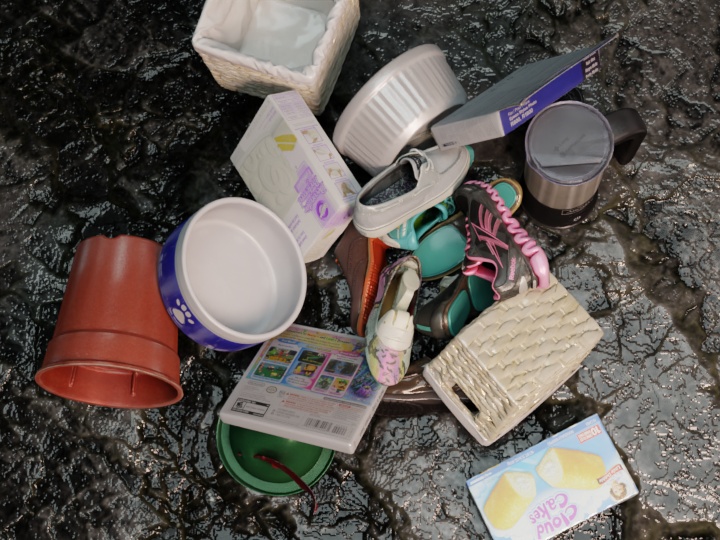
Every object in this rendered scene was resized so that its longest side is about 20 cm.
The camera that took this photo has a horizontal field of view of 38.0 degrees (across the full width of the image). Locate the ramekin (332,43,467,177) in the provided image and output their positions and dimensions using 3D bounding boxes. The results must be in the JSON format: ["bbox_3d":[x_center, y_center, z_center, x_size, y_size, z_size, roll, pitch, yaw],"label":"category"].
[{"bbox_3d":[0.064,-0.211,1.469,0.202,0.203,0.094,-40,77,-5],"label":"ramekin"}]

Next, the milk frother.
[{"bbox_3d":[0.273,-0.190,1.445,0.180,0.188,0.200,-41,75,-6],"label":"milk frother"}]

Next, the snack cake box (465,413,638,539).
[{"bbox_3d":[0.251,0.289,1.383,0.198,0.067,0.116,-27,73,-1],"label":"snack cake box"}]

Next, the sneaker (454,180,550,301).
[{"bbox_3d":[0.164,-0.038,1.369,0.095,0.079,0.201,-29,50,-5],"label":"sneaker"}]

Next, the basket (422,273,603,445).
[{"bbox_3d":[0.203,0.108,1.371,0.199,0.124,0.136,-33,73,-31],"label":"basket"}]

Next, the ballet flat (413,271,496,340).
[{"bbox_3d":[0.130,0.037,1.422,0.068,0.199,0.069,-3,105,31],"label":"ballet flat"}]

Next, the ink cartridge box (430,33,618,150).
[{"bbox_3d":[0.218,-0.229,1.367,0.199,0.199,0.041,-36,104,-25],"label":"ink cartridge box"}]

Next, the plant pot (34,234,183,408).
[{"bbox_3d":[-0.334,0.068,1.449,0.198,0.201,0.198,1,67,6],"label":"plant pot"}]

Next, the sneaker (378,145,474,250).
[{"bbox_3d":[0.104,-0.102,1.479,0.079,0.078,0.200,25,64,34],"label":"sneaker"}]

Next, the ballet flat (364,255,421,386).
[{"bbox_3d":[0.050,0.057,1.406,0.068,0.071,0.202,22,49,-13],"label":"ballet flat"}]

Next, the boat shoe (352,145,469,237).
[{"bbox_3d":[0.072,-0.123,1.411,0.200,0.072,0.070,-37,61,-19],"label":"boat shoe"}]

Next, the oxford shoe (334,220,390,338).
[{"bbox_3d":[0.000,0.000,1.494,0.072,0.071,0.203,-2,68,23],"label":"oxford shoe"}]

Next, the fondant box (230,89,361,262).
[{"bbox_3d":[-0.092,-0.133,1.493,0.058,0.144,0.201,-20,69,-42],"label":"fondant box"}]

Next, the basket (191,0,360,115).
[{"bbox_3d":[-0.116,-0.359,1.546,0.196,0.161,0.202,18,77,10],"label":"basket"}]

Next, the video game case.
[{"bbox_3d":[-0.064,0.152,1.407,0.197,0.024,0.183,9,44,24],"label":"video game case"}]

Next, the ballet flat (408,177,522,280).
[{"bbox_3d":[0.153,-0.054,1.485,0.199,0.063,0.069,-38,85,16],"label":"ballet flat"}]

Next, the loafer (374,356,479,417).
[{"bbox_3d":[0.081,0.158,1.441,0.197,0.073,0.072,0,65,1],"label":"loafer"}]

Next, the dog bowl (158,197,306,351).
[{"bbox_3d":[-0.175,0.007,1.440,0.198,0.078,0.203,15,64,-34],"label":"dog bowl"}]

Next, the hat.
[{"bbox_3d":[-0.114,0.213,1.384,0.197,0.176,0.168,16,78,10],"label":"hat"}]
